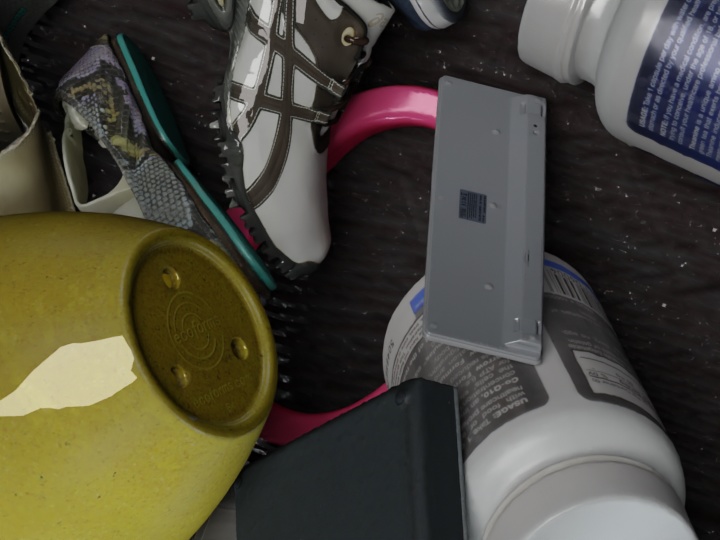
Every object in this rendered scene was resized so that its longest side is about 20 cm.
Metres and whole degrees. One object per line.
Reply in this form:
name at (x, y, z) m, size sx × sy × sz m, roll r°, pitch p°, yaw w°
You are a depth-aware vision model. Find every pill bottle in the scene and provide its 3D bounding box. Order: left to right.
pill bottle at (0.084, 0.086, 1.378) m, size 0.113 × 0.200 × 0.114 m, roll -6°, pitch 123°, yaw -10°
pill bottle at (0.180, -0.096, 1.407) m, size 0.199 × 0.111 × 0.111 m, roll 26°, pitch 96°, yaw 17°

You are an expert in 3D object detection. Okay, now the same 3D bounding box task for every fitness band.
fitness band at (0.000, 0.000, 1.502) m, size 0.200 × 0.037 × 0.144 m, roll -46°, pitch 76°, yaw 10°

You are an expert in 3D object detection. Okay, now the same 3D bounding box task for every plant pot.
plant pot at (-0.122, 0.052, 1.387) m, size 0.142 × 0.200 × 0.201 m, roll -25°, pitch 80°, yaw 35°

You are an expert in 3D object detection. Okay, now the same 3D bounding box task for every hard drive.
hard drive at (-0.004, 0.163, 1.331) m, size 0.139 × 0.033 × 0.201 m, roll -30°, pitch 54°, yaw 45°

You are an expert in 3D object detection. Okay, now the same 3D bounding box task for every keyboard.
keyboard at (0.060, -0.027, 1.412) m, size 0.056 × 0.200 × 0.011 m, roll 9°, pitch 129°, yaw -3°

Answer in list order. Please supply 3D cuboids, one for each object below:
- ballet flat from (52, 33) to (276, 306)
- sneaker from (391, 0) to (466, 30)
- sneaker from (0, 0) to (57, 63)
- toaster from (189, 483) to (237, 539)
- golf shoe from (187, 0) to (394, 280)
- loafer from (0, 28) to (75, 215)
ballet flat at (-0.106, -0.037, 1.492) m, size 0.072 × 0.072 × 0.201 m, roll -43°, pitch 48°, yaw 12°
sneaker at (-0.044, -0.186, 1.506) m, size 0.146 × 0.077 × 0.203 m, roll -30°, pitch 88°, yaw 24°
sneaker at (-0.215, -0.129, 1.566) m, size 0.080 × 0.070 × 0.201 m, roll 34°, pitch 93°, yaw 32°
toaster at (-0.027, 0.178, 1.454) m, size 0.129 × 0.114 × 0.201 m, roll 8°, pitch 68°, yaw 20°
golf shoe at (-0.026, -0.095, 1.446) m, size 0.094 × 0.078 × 0.201 m, roll -8°, pitch 106°, yaw 11°
loafer at (-0.192, -0.057, 1.509) m, size 0.076 × 0.067 × 0.201 m, roll -23°, pitch 116°, yaw -7°
